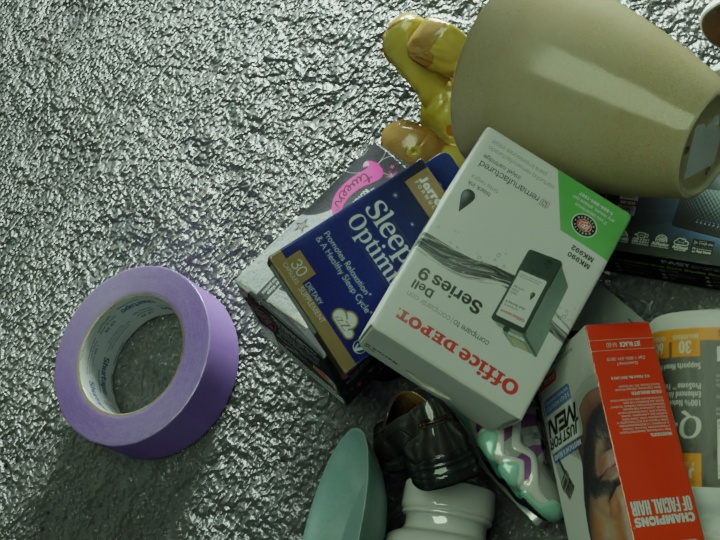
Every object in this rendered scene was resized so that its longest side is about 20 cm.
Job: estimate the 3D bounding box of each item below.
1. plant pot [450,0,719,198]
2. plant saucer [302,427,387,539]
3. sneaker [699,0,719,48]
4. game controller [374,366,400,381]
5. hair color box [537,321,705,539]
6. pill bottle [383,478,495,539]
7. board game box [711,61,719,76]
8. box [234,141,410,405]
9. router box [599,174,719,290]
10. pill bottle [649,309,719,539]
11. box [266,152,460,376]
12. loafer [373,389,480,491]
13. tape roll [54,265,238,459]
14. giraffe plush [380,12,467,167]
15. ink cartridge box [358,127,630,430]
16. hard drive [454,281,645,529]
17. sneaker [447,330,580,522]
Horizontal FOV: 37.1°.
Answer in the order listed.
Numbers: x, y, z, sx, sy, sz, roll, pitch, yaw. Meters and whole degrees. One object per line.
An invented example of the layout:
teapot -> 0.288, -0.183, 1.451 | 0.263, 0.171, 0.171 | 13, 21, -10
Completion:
plant pot -> 0.211, -0.140, 0.917 | 0.199, 0.187, 0.188 | 31, 84, 36
plant saucer -> -0.013, 0.244, 0.965 | 0.038, 0.201, 0.203 | 17, 73, -13
sneaker -> 0.428, -0.261, 1.022 | 0.198, 0.073, 0.085 | -8, 32, 30
game controller -> 0.011, 0.017, 1.112 | 0.104, 0.042, 0.201 | -30, 59, -6
hair color box -> 0.201, 0.154, 0.847 | 0.063, 0.111, 0.202 | -3, 67, -16
pill bottle -> 0.064, 0.287, 0.923 | 0.110, 0.111, 0.202 | 1, 69, 25
board game box -> 0.391, -0.109, 0.871 | 0.103, 0.105, 0.201 | -34, 98, -7
box -> 0.000, 0.000, 1.032 | 0.132, 0.115, 0.200 | 37, 73, 27
router box -> 0.294, -0.070, 0.993 | 0.198, 0.062, 0.151 | 10, 72, 28
pill bottle -> 0.290, 0.139, 0.871 | 0.115, 0.116, 0.202 | -2, 76, 24
box -> 0.032, -0.013, 0.947 | 0.199, 0.032, 0.122 | -33, 84, -15
loafer -> 0.051, 0.140, 0.955 | 0.072, 0.200, 0.073 | -16, 91, -17
tape roll -> -0.234, 0.100, 1.171 | 0.198, 0.066, 0.202 | -10, 66, 22
giraffe plush -> 0.085, -0.144, 1.092 | 0.199, 0.173, 0.163 | 29, 94, -2
ink cartridge box -> 0.110, 0.010, 0.892 | 0.145, 0.084, 0.201 | 31, 74, 1
hard drive -> 0.189, 0.117, 0.987 | 0.200, 0.026, 0.132 | -46, 58, 1
sneaker -> 0.151, 0.108, 0.949 | 0.139, 0.078, 0.201 | -36, 70, -4
